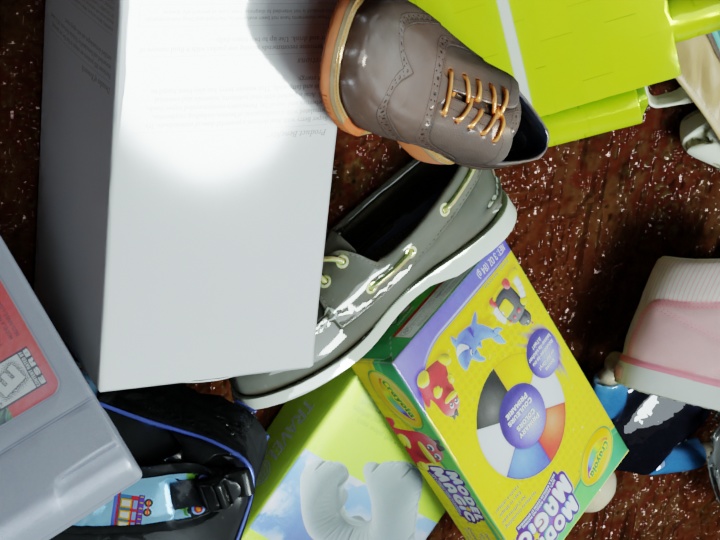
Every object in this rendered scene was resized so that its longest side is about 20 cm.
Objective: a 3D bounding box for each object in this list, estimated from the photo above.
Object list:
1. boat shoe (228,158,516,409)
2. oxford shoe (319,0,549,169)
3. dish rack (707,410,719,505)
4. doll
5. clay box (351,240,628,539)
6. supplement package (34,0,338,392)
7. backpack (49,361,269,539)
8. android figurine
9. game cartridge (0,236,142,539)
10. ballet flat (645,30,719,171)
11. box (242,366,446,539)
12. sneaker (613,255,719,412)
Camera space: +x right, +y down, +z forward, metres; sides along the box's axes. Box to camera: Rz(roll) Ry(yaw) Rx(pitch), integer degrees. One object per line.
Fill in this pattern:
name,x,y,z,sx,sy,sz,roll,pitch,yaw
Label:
boat shoe,-0.001,-0.001,0.950,0.201,0.072,0.061,-38,123,-14
oxford shoe,0.040,-0.091,0.823,0.200,0.072,0.072,12,93,-66
dish rack,0.312,0.084,1.126,0.200,0.054,0.154,-48,143,-10
doll,0.207,0.083,1.107,0.200,0.048,0.136,-48,124,0
clay box,0.087,0.092,1.007,0.115,0.047,0.201,-47,116,-29
supplement package,-0.090,-0.058,0.845,0.120,0.120,0.202,-5,114,-27
backpack,-0.164,0.129,0.888,0.198,0.135,0.184,19,104,-3
android figurine,0.103,-0.150,0.921,0.198,0.041,0.183,-16,121,6
game cartridge,-0.210,0.050,0.807,0.132,0.201,0.041,-32,166,-7
ballet flat,0.210,-0.108,1.022,0.063,0.069,0.200,-26,124,19
box,-0.025,0.155,1.024,0.121,0.048,0.201,32,95,-34
sneaker,0.263,0.044,1.026,0.198,0.075,0.106,14,88,7
